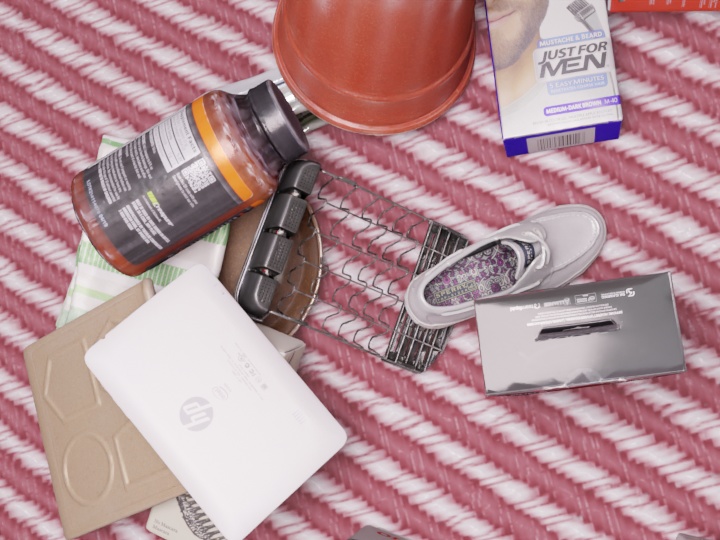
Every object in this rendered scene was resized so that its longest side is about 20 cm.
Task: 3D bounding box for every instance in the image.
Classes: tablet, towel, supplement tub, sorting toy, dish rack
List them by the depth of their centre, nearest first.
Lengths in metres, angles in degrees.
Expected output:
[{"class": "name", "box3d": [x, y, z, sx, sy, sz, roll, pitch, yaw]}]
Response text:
[{"class": "tablet", "box3d": [-0.119, 0.106, 0.785, 0.130, 0.014, 0.200, -39, 82, -16]}, {"class": "supplement tub", "box3d": [-0.145, -0.085, 0.828, 0.198, 0.107, 0.108, -29, 77, 8]}, {"class": "sorting toy", "box3d": [-0.224, 0.128, 0.856, 0.199, 0.036, 0.188, -27, 73, 32]}, {"class": "dish rack", "box3d": [0.000, 0.000, 0.862, 0.198, 0.054, 0.155, 23, 82, -16]}, {"class": "towel", "box3d": [-0.203, -0.017, 0.900, 0.150, 0.023, 0.203, 13, 89, 11]}]

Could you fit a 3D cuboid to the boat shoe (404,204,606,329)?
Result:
[{"class": "boat shoe", "box3d": [0.132, -0.009, 0.828, 0.197, 0.069, 0.073, -17, 83, -8]}]

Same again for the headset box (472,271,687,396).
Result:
[{"class": "headset box", "box3d": [0.172, 0.056, 0.761, 0.147, 0.200, 0.079, -9, 80, 11]}]

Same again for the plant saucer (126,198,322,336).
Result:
[{"class": "plant saucer", "box3d": [-0.128, -0.009, 0.914, 0.197, 0.037, 0.204, -1, 86, 12]}]

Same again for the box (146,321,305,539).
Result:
[{"class": "box", "box3d": [-0.122, 0.149, 0.859, 0.081, 0.068, 0.203, 19, 98, 11]}]

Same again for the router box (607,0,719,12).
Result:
[{"class": "router box", "box3d": [0.311, -0.321, 0.833, 0.177, 0.049, 0.203, 3, 64, 13]}]

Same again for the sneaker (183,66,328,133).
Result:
[{"class": "sneaker", "box3d": [-0.103, -0.141, 0.915, 0.198, 0.073, 0.072, -25, 72, 7]}]

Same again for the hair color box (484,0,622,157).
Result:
[{"class": "hair color box", "box3d": [0.173, -0.217, 0.872, 0.108, 0.065, 0.203, -8, 79, 11]}]

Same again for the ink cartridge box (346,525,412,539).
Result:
[{"class": "ink cartridge box", "box3d": [0.037, 0.281, 0.758, 0.142, 0.200, 0.085, 18, 89, 14]}]

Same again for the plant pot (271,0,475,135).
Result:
[{"class": "plant pot", "box3d": [0.021, -0.250, 0.814, 0.197, 0.196, 0.204, 1, 74, -4]}]

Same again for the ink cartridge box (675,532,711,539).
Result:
[{"class": "ink cartridge box", "box3d": [0.335, 0.304, 0.716, 0.197, 0.147, 0.148, 12, 84, 14]}]
